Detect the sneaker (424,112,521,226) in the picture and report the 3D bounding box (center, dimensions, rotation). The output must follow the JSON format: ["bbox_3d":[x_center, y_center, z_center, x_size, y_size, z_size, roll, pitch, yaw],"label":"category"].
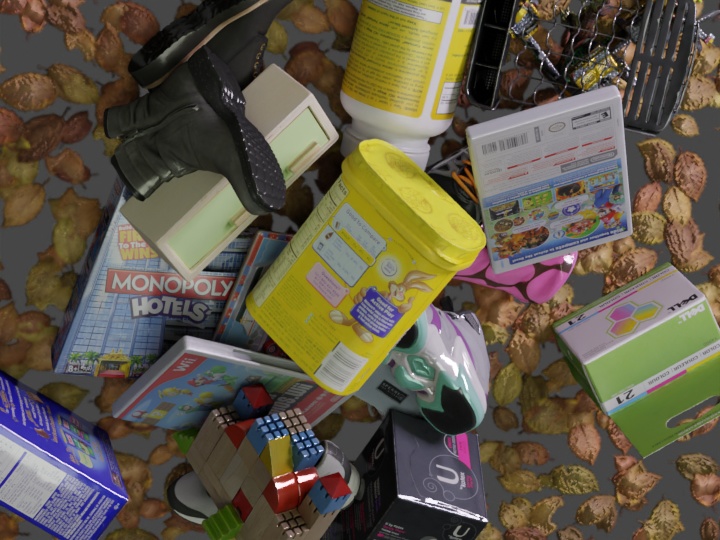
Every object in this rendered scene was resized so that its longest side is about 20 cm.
[{"bbox_3d":[0.123,-0.098,1.717,0.078,0.077,0.200,48,58,-1],"label":"sneaker"}]

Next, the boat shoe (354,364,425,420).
[{"bbox_3d":[0.031,0.120,1.826,0.199,0.068,0.074,33,105,-34],"label":"boat shoe"}]

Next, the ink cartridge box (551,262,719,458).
[{"bbox_3d":[0.302,0.088,1.807,0.148,0.200,0.076,-28,114,-2],"label":"ink cartridge box"}]

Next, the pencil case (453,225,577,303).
[{"bbox_3d":[0.115,-0.021,1.785,0.200,0.091,0.094,14,104,-20],"label":"pencil case"}]

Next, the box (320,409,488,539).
[{"bbox_3d":[0.037,0.259,1.819,0.106,0.122,0.200,18,129,-19],"label":"box"}]

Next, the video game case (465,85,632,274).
[{"bbox_3d":[0.180,-0.082,1.667,0.143,0.018,0.200,-16,140,-1],"label":"video game case"}]

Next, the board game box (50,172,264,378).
[{"bbox_3d":[-0.193,0.005,1.736,0.200,0.062,0.200,4,110,-14],"label":"board game box"}]

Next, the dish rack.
[{"bbox_3d":[0.209,-0.209,1.651,0.200,0.055,0.154,14,99,11],"label":"dish rack"}]

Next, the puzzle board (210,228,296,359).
[{"bbox_3d":[-0.076,0.059,1.773,0.151,0.017,0.200,8,113,-39],"label":"puzzle board"}]

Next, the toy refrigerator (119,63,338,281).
[{"bbox_3d":[-0.119,-0.089,1.649,0.200,0.070,0.076,-45,144,-8],"label":"toy refrigerator"}]

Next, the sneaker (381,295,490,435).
[{"bbox_3d":[0.066,0.055,1.780,0.078,0.140,0.200,-22,113,29],"label":"sneaker"}]

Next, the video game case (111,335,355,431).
[{"bbox_3d":[-0.121,0.123,1.733,0.200,0.017,0.143,16,140,-32],"label":"video game case"}]

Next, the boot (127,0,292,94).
[{"bbox_3d":[-0.100,-0.202,1.680,0.200,0.077,0.138,-32,119,15],"label":"boot"}]

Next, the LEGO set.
[{"bbox_3d":[0.237,-0.243,1.711,0.200,0.116,0.154,-30,114,-1],"label":"LEGO set"}]

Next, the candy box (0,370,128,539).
[{"bbox_3d":[-0.333,0.166,1.705,0.200,0.169,0.077,36,95,-22],"label":"candy box"}]

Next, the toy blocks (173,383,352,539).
[{"bbox_3d":[-0.087,0.188,1.672,0.100,0.200,0.137,-12,146,-39],"label":"toy blocks"}]

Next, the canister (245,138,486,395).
[{"bbox_3d":[0.000,0.000,1.653,0.149,0.087,0.200,45,115,13],"label":"canister"}]

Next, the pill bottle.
[{"bbox_3d":[0.044,-0.198,1.687,0.112,0.112,0.200,10,108,-16],"label":"pill bottle"}]

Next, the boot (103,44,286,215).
[{"bbox_3d":[-0.152,-0.098,1.593,0.131,0.200,0.068,-35,144,12],"label":"boot"}]

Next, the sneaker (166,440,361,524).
[{"bbox_3d":[-0.104,0.207,1.801,0.200,0.074,0.079,-11,133,13],"label":"sneaker"}]
